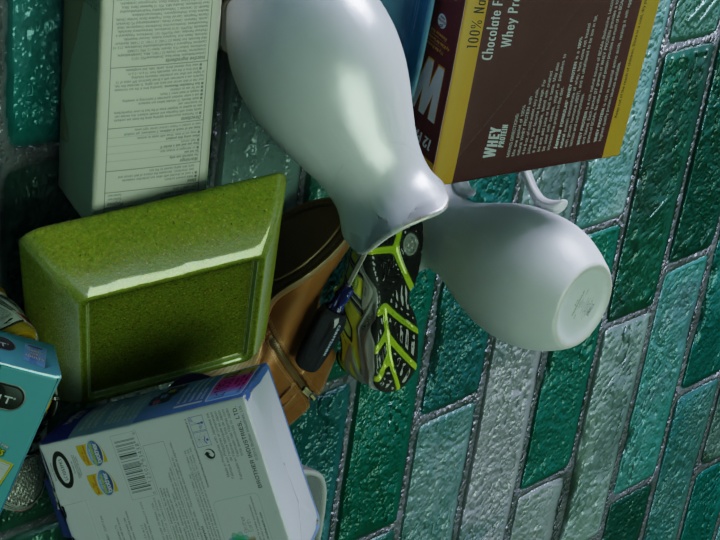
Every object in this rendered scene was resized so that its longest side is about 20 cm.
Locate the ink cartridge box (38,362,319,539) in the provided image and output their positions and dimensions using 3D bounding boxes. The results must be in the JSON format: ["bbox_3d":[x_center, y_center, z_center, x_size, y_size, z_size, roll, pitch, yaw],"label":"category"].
[{"bbox_3d":[-0.146,0.162,1.176,0.076,0.198,0.138,-54,128,-72],"label":"ink cartridge box"}]

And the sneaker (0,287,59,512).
[{"bbox_3d":[-0.265,0.105,1.179,0.078,0.082,0.201,-30,135,-31],"label":"sneaker"}]

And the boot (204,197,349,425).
[{"bbox_3d":[-0.054,0.040,1.383,0.200,0.074,0.155,-45,141,1],"label":"boot"}]

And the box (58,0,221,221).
[{"bbox_3d":[-0.157,-0.137,1.125,0.094,0.078,0.202,-7,121,-29],"label":"box"}]

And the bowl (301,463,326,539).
[{"bbox_3d":[-0.134,0.245,1.338,0.199,0.074,0.202,-5,117,-42],"label":"bowl"}]

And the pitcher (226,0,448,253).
[{"bbox_3d":[-0.018,-0.125,1.187,0.121,0.172,0.201,-28,97,-2],"label":"pitcher"}]

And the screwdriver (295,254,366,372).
[{"bbox_3d":[0.000,0.000,1.316,0.029,0.028,0.201,23,110,-26],"label":"screwdriver"}]

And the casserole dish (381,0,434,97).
[{"bbox_3d":[-0.006,-0.200,1.235,0.120,0.039,0.201,9,124,-3],"label":"casserole dish"}]

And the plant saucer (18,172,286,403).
[{"bbox_3d":[-0.148,0.027,1.189,0.198,0.048,0.200,-14,147,-18],"label":"plant saucer"}]

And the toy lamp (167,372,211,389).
[{"bbox_3d":[-0.129,0.127,1.307,0.058,0.058,0.200,-48,170,-13],"label":"toy lamp"}]

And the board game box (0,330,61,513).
[{"bbox_3d":[-0.314,0.126,1.100,0.150,0.047,0.201,17,111,-26],"label":"board game box"}]

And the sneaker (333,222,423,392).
[{"bbox_3d":[0.007,0.006,1.429,0.075,0.076,0.202,0,97,-46],"label":"sneaker"}]

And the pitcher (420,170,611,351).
[{"bbox_3d":[0.136,-0.031,1.438,0.121,0.199,0.173,16,101,-51],"label":"pitcher"}]

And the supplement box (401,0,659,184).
[{"bbox_3d":[0.121,-0.198,1.319,0.199,0.133,0.199,-12,129,-29],"label":"supplement box"}]

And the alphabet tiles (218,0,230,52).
[{"bbox_3d":[-0.085,-0.254,1.191,0.199,0.015,0.197,-20,128,-38],"label":"alphabet tiles"}]
